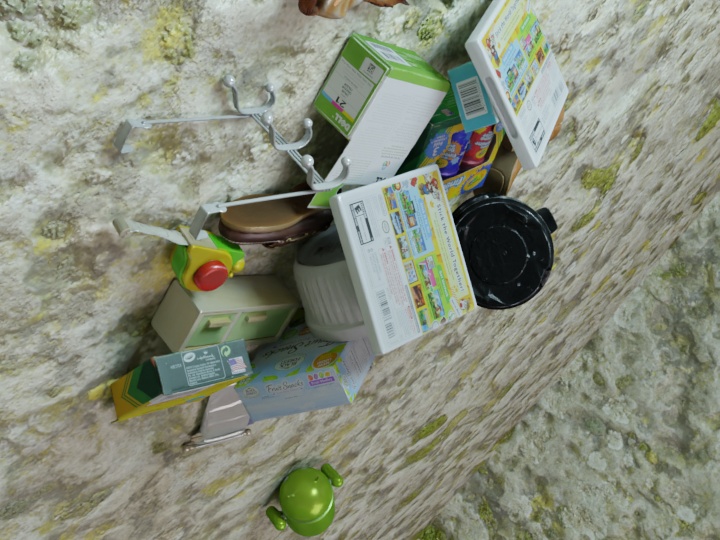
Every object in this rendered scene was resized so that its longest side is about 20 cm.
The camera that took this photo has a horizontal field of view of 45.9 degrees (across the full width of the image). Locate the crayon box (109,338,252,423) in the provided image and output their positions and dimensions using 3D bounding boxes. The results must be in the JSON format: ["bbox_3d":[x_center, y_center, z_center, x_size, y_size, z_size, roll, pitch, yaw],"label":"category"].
[{"bbox_3d":[-0.241,0.145,1.098,0.126,0.052,0.199,-10,167,-38],"label":"crayon box"}]

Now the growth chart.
[{"bbox_3d":[-0.196,0.214,1.362,0.143,0.018,0.202,-5,133,-38],"label":"growth chart"}]

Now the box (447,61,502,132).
[{"bbox_3d":[0.188,-0.244,1.128,0.049,0.083,0.199,-12,-170,35],"label":"box"}]

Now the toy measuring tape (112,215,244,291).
[{"bbox_3d":[-0.212,-0.015,0.984,0.199,0.074,0.074,12,120,-52],"label":"toy measuring tape"}]

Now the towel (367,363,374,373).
[{"bbox_3d":[-0.050,0.161,1.308,0.131,0.035,0.200,-27,-177,-5],"label":"towel"}]

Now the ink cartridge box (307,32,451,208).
[{"bbox_3d":[0.004,-0.177,1.062,0.147,0.076,0.201,-4,134,-55],"label":"ink cartridge box"}]

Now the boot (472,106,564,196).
[{"bbox_3d":[0.270,-0.205,1.450,0.154,0.076,0.202,-32,144,-35],"label":"boot"}]

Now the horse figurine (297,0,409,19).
[{"bbox_3d":[-0.005,-0.308,0.876,0.199,0.050,0.133,-38,165,-35],"label":"horse figurine"}]

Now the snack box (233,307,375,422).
[{"bbox_3d":[-0.063,0.118,1.211,0.167,0.068,0.201,-15,-156,27],"label":"snack box"}]

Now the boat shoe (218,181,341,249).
[{"bbox_3d":[-0.099,-0.060,1.078,0.199,0.070,0.071,-18,140,-45],"label":"boat shoe"}]

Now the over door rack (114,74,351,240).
[{"bbox_3d":[-0.121,-0.125,0.859,0.199,0.148,0.067,-24,150,-39],"label":"over door rack"}]

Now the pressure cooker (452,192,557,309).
[{"bbox_3d":[0.220,-0.032,1.372,0.200,0.173,0.181,-32,136,-78],"label":"pressure cooker"}]

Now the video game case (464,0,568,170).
[{"bbox_3d":[0.208,-0.259,1.098,0.183,0.023,0.201,58,41,-26],"label":"video game case"}]

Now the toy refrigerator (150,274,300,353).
[{"bbox_3d":[-0.174,0.058,1.139,0.199,0.070,0.076,-1,130,-56],"label":"toy refrigerator"}]

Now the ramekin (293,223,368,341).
[{"bbox_3d":[0.000,0.000,1.182,0.199,0.199,0.106,-34,114,-24],"label":"ramekin"}]

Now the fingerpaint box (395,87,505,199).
[{"bbox_3d":[0.123,-0.182,1.237,0.199,0.073,0.168,-23,146,-39],"label":"fingerpaint box"}]

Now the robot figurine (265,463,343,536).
[{"bbox_3d":[-0.113,0.494,1.816,0.174,0.116,0.201,-32,151,-17],"label":"robot figurine"}]

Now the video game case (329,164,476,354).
[{"bbox_3d":[0.059,-0.018,1.089,0.181,0.203,0.023,-21,-173,-38],"label":"video game case"}]
